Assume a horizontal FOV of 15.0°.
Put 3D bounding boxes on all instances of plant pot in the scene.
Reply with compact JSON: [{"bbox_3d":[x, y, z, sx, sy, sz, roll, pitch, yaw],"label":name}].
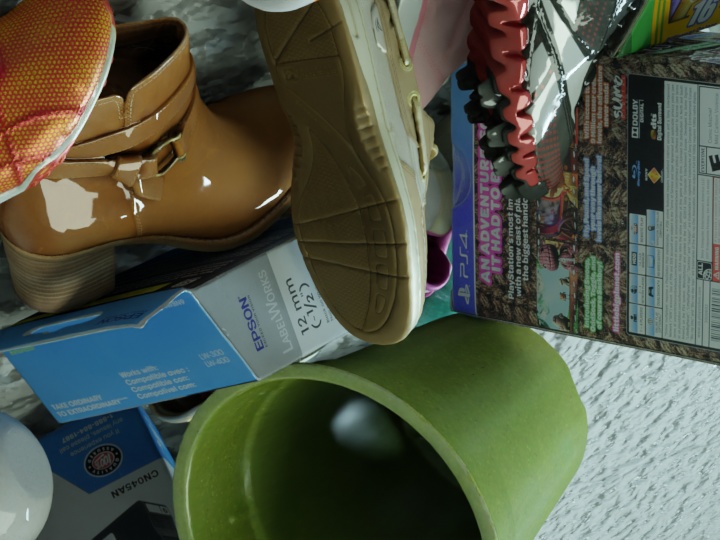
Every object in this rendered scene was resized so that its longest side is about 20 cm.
[{"bbox_3d":[0.032,0.109,1.504,0.190,0.200,0.200,-34,161,-52],"label":"plant pot"}]

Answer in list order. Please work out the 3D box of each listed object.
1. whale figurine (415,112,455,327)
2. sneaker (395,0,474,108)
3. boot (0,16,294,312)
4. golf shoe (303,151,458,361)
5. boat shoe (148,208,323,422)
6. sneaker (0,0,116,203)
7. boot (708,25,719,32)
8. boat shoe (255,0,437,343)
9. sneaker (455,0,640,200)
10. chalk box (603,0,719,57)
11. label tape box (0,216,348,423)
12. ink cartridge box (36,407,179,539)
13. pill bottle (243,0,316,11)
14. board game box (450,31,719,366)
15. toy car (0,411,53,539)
[{"bbox_3d":[0.084,-0.023,1.680,0.159,0.104,0.200,-29,154,-29],"label":"whale figurine"},{"bbox_3d":[0.029,-0.114,1.455,0.105,0.075,0.200,-19,145,-34],"label":"sneaker"},{"bbox_3d":[-0.091,-0.073,1.347,0.200,0.074,0.155,-35,152,-29],"label":"boot"},{"bbox_3d":[0.000,0.000,1.606,0.075,0.092,0.200,-24,154,-41],"label":"golf shoe"},{"bbox_3d":[-0.066,0.031,1.565,0.069,0.074,0.200,-22,158,-37],"label":"boat shoe"},{"bbox_3d":[-0.189,-0.059,1.209,0.200,0.073,0.077,-43,149,-4],"label":"sneaker"},{"bbox_3d":[0.311,-0.177,1.716,0.072,0.144,0.200,-22,150,-36],"label":"boot"},{"bbox_3d":[0.006,-0.064,1.361,0.069,0.074,0.200,-33,120,-46],"label":"boat shoe"},{"bbox_3d":[0.097,-0.122,1.374,0.098,0.071,0.201,-15,129,-9],"label":"sneaker"},{"bbox_3d":[0.172,-0.231,1.409,0.124,0.125,0.200,-20,151,-41],"label":"chalk box"},{"bbox_3d":[-0.095,0.031,1.415,0.143,0.066,0.200,-13,-169,38],"label":"label tape box"},{"bbox_3d":[-0.144,0.195,1.553,0.144,0.200,0.084,-28,157,-4],"label":"ink cartridge box"},{"bbox_3d":[0.020,-0.199,1.235,0.200,0.110,0.110,-28,155,-31],"label":"pill bottle"},{"bbox_3d":[0.153,-0.048,1.494,0.097,0.200,0.160,-15,110,-46],"label":"board game box"},{"bbox_3d":[-0.213,0.165,1.434,0.175,0.200,0.150,-22,179,21],"label":"toy car"}]
